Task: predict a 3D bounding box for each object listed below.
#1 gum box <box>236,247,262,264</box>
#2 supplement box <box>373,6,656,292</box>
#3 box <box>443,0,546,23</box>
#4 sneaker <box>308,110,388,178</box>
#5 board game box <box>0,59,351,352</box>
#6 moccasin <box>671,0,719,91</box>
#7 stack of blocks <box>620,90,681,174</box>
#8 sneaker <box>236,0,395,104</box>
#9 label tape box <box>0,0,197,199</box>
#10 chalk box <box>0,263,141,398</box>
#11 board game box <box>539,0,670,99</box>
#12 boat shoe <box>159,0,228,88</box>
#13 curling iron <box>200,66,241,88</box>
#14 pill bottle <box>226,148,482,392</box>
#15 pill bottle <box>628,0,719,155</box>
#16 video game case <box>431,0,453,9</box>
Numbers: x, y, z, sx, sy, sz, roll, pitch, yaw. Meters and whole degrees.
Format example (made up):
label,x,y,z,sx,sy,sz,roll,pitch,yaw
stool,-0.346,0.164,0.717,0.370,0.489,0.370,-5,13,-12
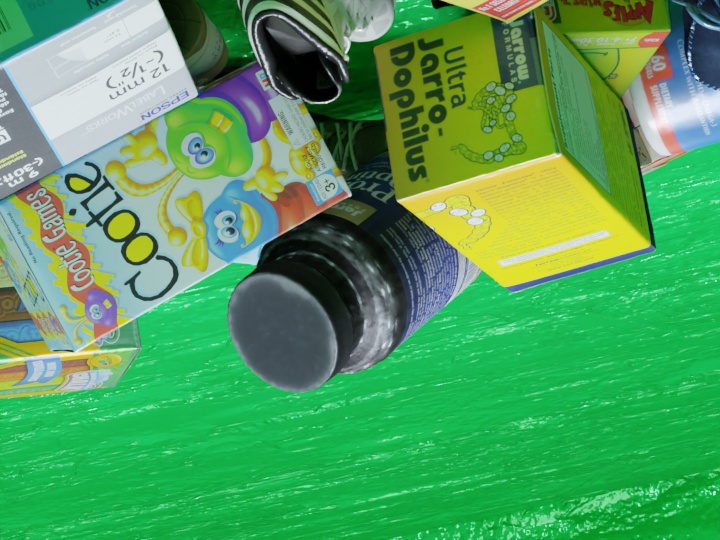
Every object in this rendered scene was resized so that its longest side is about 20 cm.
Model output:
label,x,y,z,sx,sy,sz,roll,pitch,yaw
gum box,-0.099,-0.042,1.716,0.199,0.045,0.170,5,-168,-42
supplement box,0.101,-0.075,1.486,0.109,0.109,0.200,-16,157,19
box,0.025,-0.200,1.331,0.199,0.050,0.075,14,158,-31
sneaker,-0.008,-0.088,1.674,0.199,0.068,0.090,15,161,-22
board game box,-0.125,-0.042,1.460,0.199,0.103,0.105,-30,-173,-15
moccasin,0.240,-0.182,1.455,0.080,0.068,0.201,12,139,3
stack of blocks,0.205,-0.104,1.733,0.199,0.059,0.115,-26,176,34
sneaker,-0.030,-0.146,1.432,0.075,0.116,0.200,-16,163,21
label tape box,-0.174,-0.108,1.364,0.143,0.066,0.200,-28,154,-4
chalk box,-0.246,0.028,1.870,0.199,0.125,0.125,-5,163,-16
board game box,0.124,-0.132,1.567,0.101,0.048,0.200,-4,158,-16
boat shoe,-0.177,-0.117,1.520,0.199,0.074,0.066,-16,157,21
curling iron,-0.161,-0.119,1.596,0.199,0.026,0.050,-5,-160,-3
pill bottle,0.000,0.000,1.554,0.112,0.112,0.200,-24,-170,39
pill bottle,0.283,-0.156,1.587,0.199,0.113,0.112,-16,162,17
video game case,0.127,-0.224,1.425,0.180,0.026,0.200,-10,163,1
